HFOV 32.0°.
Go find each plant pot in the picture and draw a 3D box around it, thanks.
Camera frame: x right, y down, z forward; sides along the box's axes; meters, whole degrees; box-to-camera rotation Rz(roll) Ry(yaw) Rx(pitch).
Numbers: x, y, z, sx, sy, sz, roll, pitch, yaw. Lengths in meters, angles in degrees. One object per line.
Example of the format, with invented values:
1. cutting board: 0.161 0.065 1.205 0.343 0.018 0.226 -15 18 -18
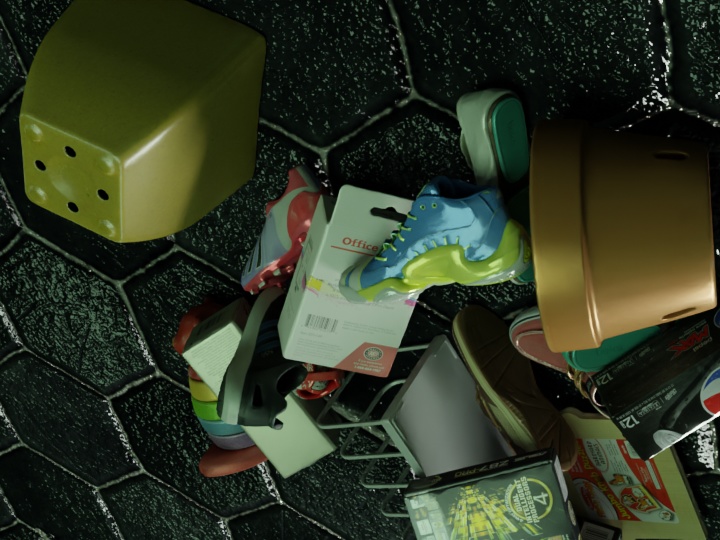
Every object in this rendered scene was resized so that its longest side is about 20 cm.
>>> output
1. plant pot: -0.232 -0.143 1.250 0.194 0.200 0.196 25 139 13
2. plant pot: 0.226 -0.034 1.061 0.140 0.200 0.200 -4 127 15

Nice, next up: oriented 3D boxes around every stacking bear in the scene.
1. stacking bear: -0.166 0.132 1.534 0.114 0.121 0.200 -11 113 20

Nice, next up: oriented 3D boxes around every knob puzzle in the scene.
1. knob puzzle: 0.264 0.219 1.374 0.219 0.030 0.220 19 136 19

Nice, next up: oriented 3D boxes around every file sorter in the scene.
1. file sorter: 0.068 0.198 1.408 0.124 0.139 0.200 -12 120 43

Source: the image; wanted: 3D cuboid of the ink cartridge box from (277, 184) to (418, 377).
1. ink cartridge box: 0.000 0.000 1.265 0.116 0.068 0.200 13 117 -16

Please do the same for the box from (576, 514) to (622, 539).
1. box: 0.223 0.384 1.442 0.124 0.149 0.200 15 146 22

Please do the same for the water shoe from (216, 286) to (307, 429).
1. water shoe: -0.093 0.097 1.327 0.079 0.200 0.072 16 129 1

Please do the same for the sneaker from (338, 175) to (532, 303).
1. sneaker: 0.060 -0.033 1.162 0.200 0.076 0.105 -11 102 28

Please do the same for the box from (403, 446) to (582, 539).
1. box: 0.150 0.296 1.293 0.161 0.049 0.200 -15 98 17

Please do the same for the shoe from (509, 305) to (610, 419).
1. shoe: 0.228 0.090 1.232 0.200 0.091 0.072 6 131 30

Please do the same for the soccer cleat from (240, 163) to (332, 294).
1. soccer cleat: -0.083 -0.039 1.360 0.200 0.067 0.077 -45 65 54

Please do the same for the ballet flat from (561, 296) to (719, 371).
1. ballet flat: 0.279 0.049 1.165 0.200 0.070 0.067 -6 118 -5

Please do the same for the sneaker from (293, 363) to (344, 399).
1. sneaker: -0.037 0.064 1.369 0.067 0.108 0.201 -2 149 -21

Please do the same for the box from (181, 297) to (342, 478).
1. box: -0.111 0.136 1.450 0.082 0.068 0.200 -31 108 17

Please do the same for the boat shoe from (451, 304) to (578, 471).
1. boat shoe: 0.149 0.131 1.326 0.200 0.072 0.072 55 141 -4

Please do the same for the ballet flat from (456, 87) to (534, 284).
1. ballet flat: 0.130 -0.082 1.171 0.069 0.069 0.200 6 126 30

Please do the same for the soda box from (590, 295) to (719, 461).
1. soda box: 0.309 0.079 1.104 0.200 0.071 0.063 -35 116 11
